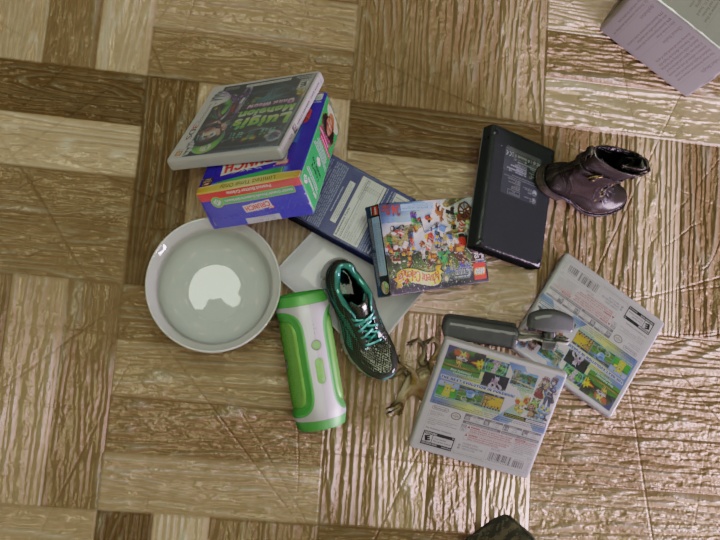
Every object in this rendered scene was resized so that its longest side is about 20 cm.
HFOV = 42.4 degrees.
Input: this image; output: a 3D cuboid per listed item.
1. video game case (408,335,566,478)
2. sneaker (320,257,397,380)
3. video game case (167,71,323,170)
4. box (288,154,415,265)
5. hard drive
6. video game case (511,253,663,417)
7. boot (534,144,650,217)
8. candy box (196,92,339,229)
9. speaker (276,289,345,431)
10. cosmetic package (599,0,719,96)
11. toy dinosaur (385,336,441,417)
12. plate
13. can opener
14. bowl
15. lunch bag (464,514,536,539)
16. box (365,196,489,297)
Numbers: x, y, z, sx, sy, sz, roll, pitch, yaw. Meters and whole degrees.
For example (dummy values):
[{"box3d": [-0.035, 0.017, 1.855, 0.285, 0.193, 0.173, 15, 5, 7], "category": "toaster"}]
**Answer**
[{"box3d": [0.194, 0.211, 1.423, 0.198, 0.022, 0.184, 16, 104, -7], "category": "video game case"}, {"box3d": [-0.002, 0.071, 1.390, 0.077, 0.091, 0.202, -27, 86, -10], "category": "sneaker"}, {"box3d": [-0.170, -0.223, 1.377, 0.198, 0.023, 0.183, -2, 46, 27], "category": "video game case"}, {"box3d": [-0.027, -0.104, 1.446, 0.198, 0.032, 0.122, 29, 75, -3], "category": "box"}, {"box3d": [0.243, -0.116, 1.489, 0.138, 0.033, 0.203, 17, 75, -30], "category": "hard drive"}, {"box3d": [0.364, 0.103, 1.497, 0.199, 0.022, 0.183, 35, 78, -2], "category": "video game case"}, {"box3d": [0.389, -0.142, 1.457, 0.198, 0.174, 0.070, 11, 77, -26], "category": "boot"}, {"box3d": [-0.133, -0.164, 1.371, 0.167, 0.077, 0.202, -7, 45, 20], "category": "candy box"}, {"box3d": [-0.074, 0.134, 1.392, 0.087, 0.088, 0.203, -10, 92, -9], "category": "speaker"}, {"box3d": [0.544, -0.434, 1.543, 0.199, 0.167, 0.167, 37, 77, -1], "category": "cosmetic package"}, {"box3d": [0.112, 0.155, 1.454, 0.198, 0.058, 0.102, -26, 101, -11], "category": "toy dinosaur"}, {"box3d": [0.000, 0.000, 1.464, 0.199, 0.032, 0.200, 41, 78, 1], "category": "plate"}, {"box3d": [0.227, 0.082, 1.427, 0.197, 0.053, 0.068, 9, 99, 1], "category": "can opener"}, {"box3d": [-0.220, 0.027, 1.398, 0.198, 0.090, 0.204, 1, 80, -7], "category": "bowl"}, {"box3d": [0.198, 0.490, 1.360, 0.199, 0.139, 0.169, -35, 104, -9], "category": "lunch bag"}, {"box3d": [0.106, -0.039, 1.433, 0.198, 0.038, 0.139, -7, 87, -35], "category": "box"}]
